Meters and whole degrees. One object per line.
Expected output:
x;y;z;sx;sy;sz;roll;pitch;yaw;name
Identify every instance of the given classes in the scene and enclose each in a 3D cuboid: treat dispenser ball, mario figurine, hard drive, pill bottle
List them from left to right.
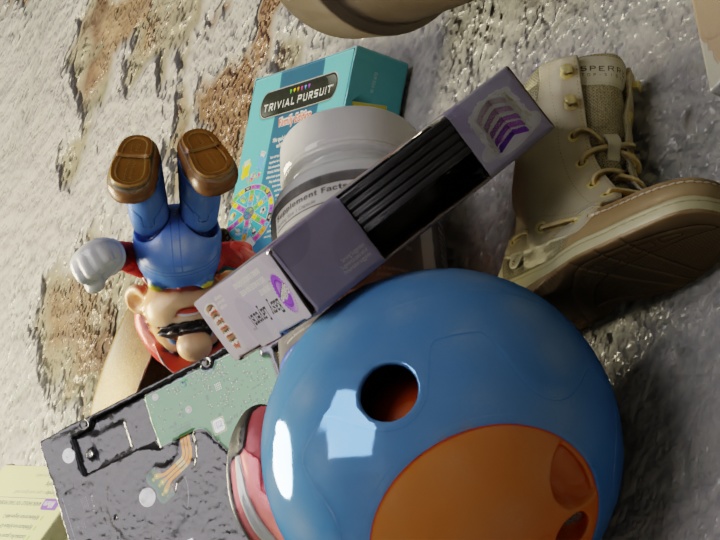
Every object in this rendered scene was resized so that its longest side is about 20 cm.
-0.113;0.006;1.736;0.106;0.123;0.200;-55;-25;-34;mario figurine
-0.107;0.137;1.729;0.200;0.038;0.140;-28;72;25;hard drive
0.000;0.000;1.692;0.114;0.114;0.200;-45;38;42;pill bottle
0.045;0.099;1.457;0.201;0.201;0.201;-38;43;48;treat dispenser ball

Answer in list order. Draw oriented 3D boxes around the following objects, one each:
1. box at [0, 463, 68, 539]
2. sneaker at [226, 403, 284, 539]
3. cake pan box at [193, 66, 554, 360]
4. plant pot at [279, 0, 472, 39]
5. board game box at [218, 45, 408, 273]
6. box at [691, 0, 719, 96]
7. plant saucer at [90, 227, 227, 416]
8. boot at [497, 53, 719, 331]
-0.254;0.251;1.967;0.200;0.097;0.176;-56;22;-21;box
-0.013;0.166;1.606;0.087;0.074;0.200;-30;72;28;sneaker
0.005;-0.029;1.529;0.184;0.052;0.200;-40;3;-17;cake pan box
0.051;-0.247;1.686;0.173;0.200;0.200;6;80;46;plant pot
-0.039;-0.046;1.862;0.151;0.047;0.200;-10;66;60;board game box
0.228;-0.183;1.411;0.095;0.078;0.200;-46;37;40;box
-0.152;0.055;1.918;0.200;0.035;0.200;23;-90;-85;plant saucer
0.144;-0.058;1.509;0.200;0.073;0.156;-34;46;57;boot
